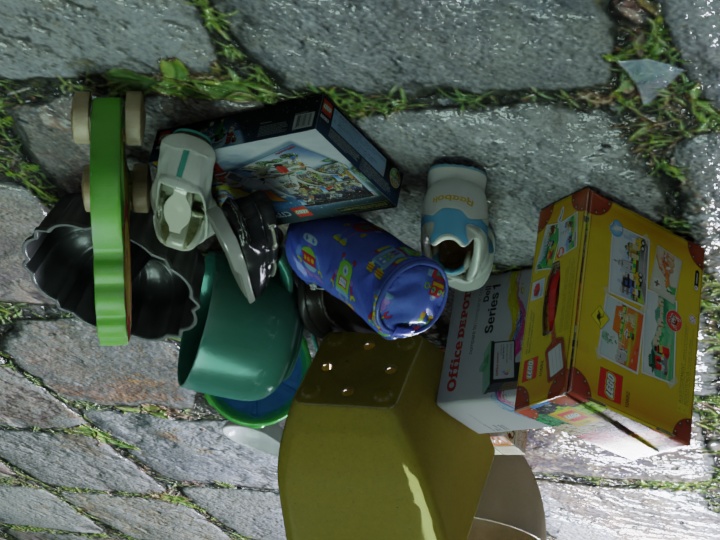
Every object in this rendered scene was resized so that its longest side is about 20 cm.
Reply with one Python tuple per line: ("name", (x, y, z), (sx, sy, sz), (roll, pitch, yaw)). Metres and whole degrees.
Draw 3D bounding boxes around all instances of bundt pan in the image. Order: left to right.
("bundt pan", (-0.253, -0.013, 1.442), (0.199, 0.076, 0.203), (12, 145, 9))

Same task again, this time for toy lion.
("toy lion", (-0.228, -0.036, 1.247), (0.068, 0.194, 0.201), (-1, 153, -7))

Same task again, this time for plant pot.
("plant pot", (0.019, 0.177, 1.450), (0.192, 0.196, 0.202), (2, 127, 22))
("plant pot", (0.167, 0.306, 1.887), (0.197, 0.136, 0.201), (10, 156, 5))

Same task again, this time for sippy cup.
("sippy cup", (-0.127, 0.130, 1.666), (0.138, 0.180, 0.130), (-25, 169, -9))

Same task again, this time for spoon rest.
("spoon rest", (-0.108, 0.255, 1.991), (0.197, 0.061, 0.100), (9, 155, 4))

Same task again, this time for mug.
("mug", (-0.121, 0.059, 1.469), (0.113, 0.154, 0.185), (14, 155, -16))

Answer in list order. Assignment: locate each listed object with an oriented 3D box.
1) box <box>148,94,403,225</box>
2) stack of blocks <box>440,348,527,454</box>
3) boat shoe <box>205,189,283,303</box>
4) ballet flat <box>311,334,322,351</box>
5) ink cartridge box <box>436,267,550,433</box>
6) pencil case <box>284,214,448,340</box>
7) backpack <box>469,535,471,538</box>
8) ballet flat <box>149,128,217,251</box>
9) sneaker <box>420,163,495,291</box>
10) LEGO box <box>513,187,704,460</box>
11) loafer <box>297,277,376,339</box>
("box", (-0.079, -0.095, 1.260), (0.198, 0.038, 0.136), (-7, 150, 34))
("stack of blocks", (0.105, 0.157, 1.624), (0.198, 0.117, 0.058), (-6, 151, 34))
("boat shoe", (-0.102, -0.025, 1.299), (0.060, 0.074, 0.200), (-27, 162, -6))
("ballet flat", (-0.017, 0.100, 1.629), (0.070, 0.070, 0.200), (-9, 158, 0))
("ink cartridge box", (0.184, 0.078, 1.382), (0.198, 0.147, 0.084), (-11, 147, 41))
("pencil case", (0.000, 0.000, 1.280), (0.077, 0.088, 0.199), (5, -165, -34))
("backpack", (0.099, 0.388, 2.062), (0.165, 0.165, 0.201), (9, 155, -3))
("ballet flat", (-0.166, -0.057, 1.255), (0.068, 0.070, 0.200), (12, 156, -2))
("sneaker", (0.088, -0.021, 1.293), (0.075, 0.082, 0.201), (4, 156, 11))
("LEGO box", (0.230, 0.051, 1.238), (0.148, 0.202, 0.077), (24, 153, -24))
("loafer", (-0.004, 0.045, 1.503), (0.070, 0.074, 0.200), (-13, 152, 25))
